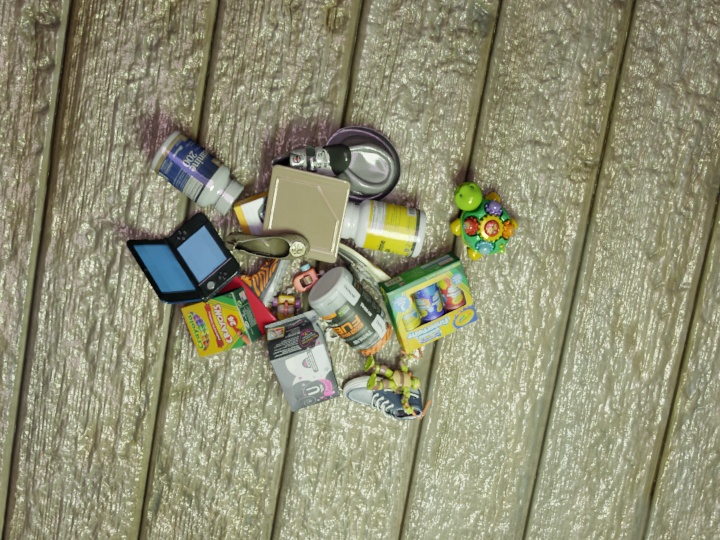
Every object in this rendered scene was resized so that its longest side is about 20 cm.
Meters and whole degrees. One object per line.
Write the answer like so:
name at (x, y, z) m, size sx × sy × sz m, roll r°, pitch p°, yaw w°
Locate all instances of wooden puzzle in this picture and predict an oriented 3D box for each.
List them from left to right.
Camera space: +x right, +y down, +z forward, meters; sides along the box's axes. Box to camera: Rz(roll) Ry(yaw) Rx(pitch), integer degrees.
wooden puzzle at (-0.126, -0.130, 1.671) m, size 0.181 × 0.037 × 0.204 m, roll 13°, pitch 110°, yaw 1°

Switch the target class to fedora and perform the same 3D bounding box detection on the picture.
fedora at (0.004, -0.247, 1.712) m, size 0.197 × 0.090 × 0.179 m, roll 26°, pitch 94°, yaw -7°

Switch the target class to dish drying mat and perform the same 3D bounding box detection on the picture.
dish drying mat at (-0.283, 0.067, 1.699) m, size 0.200 × 0.018 × 0.077 m, roll 47°, pitch 113°, yaw 7°

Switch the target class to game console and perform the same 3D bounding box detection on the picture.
game console at (-0.399, -0.033, 1.649) m, size 0.170 × 0.118 × 0.201 m, roll -40°, pitch 65°, yaw 0°

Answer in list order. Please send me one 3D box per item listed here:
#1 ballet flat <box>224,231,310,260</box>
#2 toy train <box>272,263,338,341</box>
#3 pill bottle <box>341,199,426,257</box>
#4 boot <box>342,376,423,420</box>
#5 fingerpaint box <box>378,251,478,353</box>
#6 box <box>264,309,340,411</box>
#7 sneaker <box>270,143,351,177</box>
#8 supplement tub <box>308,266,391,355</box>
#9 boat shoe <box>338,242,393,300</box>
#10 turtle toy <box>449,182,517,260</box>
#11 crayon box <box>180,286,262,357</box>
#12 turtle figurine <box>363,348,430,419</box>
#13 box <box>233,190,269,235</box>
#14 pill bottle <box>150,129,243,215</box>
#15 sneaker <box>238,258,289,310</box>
ballet flat at (-0.213, -0.055, 1.659) m, size 0.195 × 0.047 × 0.069 m, roll 7°, pitch 113°, yaw 0°
toy train at (-0.130, 0.096, 1.761) m, size 0.148 × 0.056 × 0.203 m, roll -22°, pitch 98°, yaw -1°
pill bottle at (0.050, -0.103, 1.723) m, size 0.196 × 0.112 × 0.115 m, roll 10°, pitch 96°, yaw -5°
boot at (0.056, 0.315, 1.776) m, size 0.195 × 0.091 × 0.074 m, roll 0°, pitch 124°, yaw -5°
fingerpaint box at (0.164, 0.077, 1.747) m, size 0.197 × 0.073 × 0.170 m, roll -23°, pitch 113°, yaw -8°
box at (-0.132, 0.213, 1.698) m, size 0.130 × 0.116 × 0.202 m, roll -16°, pitch 135°, yaw -2°
sneaker at (-0.116, -0.244, 1.659) m, size 0.196 × 0.088 × 0.076 m, roll -7°, pitch 92°, yaw 27°
supplement tub at (-0.021, 0.099, 1.726) m, size 0.122 × 0.123 × 0.200 m, roll -42°, pitch 112°, yaw 1°
boat shoe at (0.000, 0.000, 1.751) m, size 0.198 × 0.073 × 0.065 m, roll 35°, pitch 88°, yaw -8°
turtle toy at (0.291, -0.122, 1.746) m, size 0.145 × 0.101 × 0.201 m, roll -37°, pitch 98°, yaw 0°
crayon box at (-0.337, 0.125, 1.703) m, size 0.197 × 0.051 × 0.129 m, roll -17°, pitch 98°, yaw 31°
turtle figurine at (0.086, 0.253, 1.751) m, size 0.159 × 0.064 × 0.204 m, roll 17°, pitch 57°, yaw -27°
box at (-0.188, -0.133, 1.722) m, size 0.196 × 0.042 × 0.121 m, roll -20°, pitch 115°, yaw -4°
pill bottle at (-0.371, -0.220, 1.674) m, size 0.199 × 0.111 × 0.112 m, roll 36°, pitch 93°, yaw -8°
sneaker at (-0.243, 0.011, 1.732) m, size 0.110 × 0.078 × 0.203 m, roll 23°, pitch 82°, yaw 6°
